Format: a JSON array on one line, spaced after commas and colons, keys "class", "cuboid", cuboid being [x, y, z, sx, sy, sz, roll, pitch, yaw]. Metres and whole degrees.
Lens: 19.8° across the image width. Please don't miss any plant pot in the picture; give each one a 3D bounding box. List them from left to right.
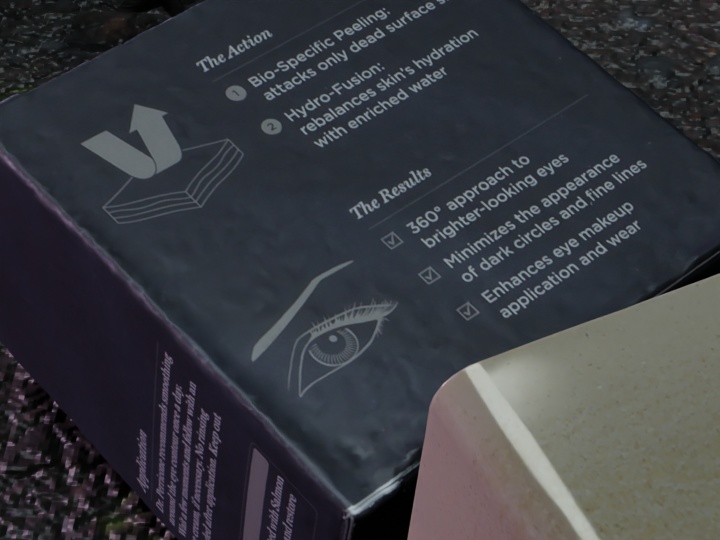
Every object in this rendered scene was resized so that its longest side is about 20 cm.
[{"class": "plant pot", "cuboid": [0.139, 0.119, 0.575, 0.199, 0.200, 0.177, -20, 58, -18]}]

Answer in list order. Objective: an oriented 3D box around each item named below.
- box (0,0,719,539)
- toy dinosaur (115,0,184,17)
[{"class": "box", "cuboid": [0.000, 0.000, 0.725, 0.196, 0.118, 0.200, -31, 61, -28]}, {"class": "toy dinosaur", "cuboid": [-0.027, -0.115, 0.899, 0.136, 0.102, 0.200, 34, 36, 1]}]
